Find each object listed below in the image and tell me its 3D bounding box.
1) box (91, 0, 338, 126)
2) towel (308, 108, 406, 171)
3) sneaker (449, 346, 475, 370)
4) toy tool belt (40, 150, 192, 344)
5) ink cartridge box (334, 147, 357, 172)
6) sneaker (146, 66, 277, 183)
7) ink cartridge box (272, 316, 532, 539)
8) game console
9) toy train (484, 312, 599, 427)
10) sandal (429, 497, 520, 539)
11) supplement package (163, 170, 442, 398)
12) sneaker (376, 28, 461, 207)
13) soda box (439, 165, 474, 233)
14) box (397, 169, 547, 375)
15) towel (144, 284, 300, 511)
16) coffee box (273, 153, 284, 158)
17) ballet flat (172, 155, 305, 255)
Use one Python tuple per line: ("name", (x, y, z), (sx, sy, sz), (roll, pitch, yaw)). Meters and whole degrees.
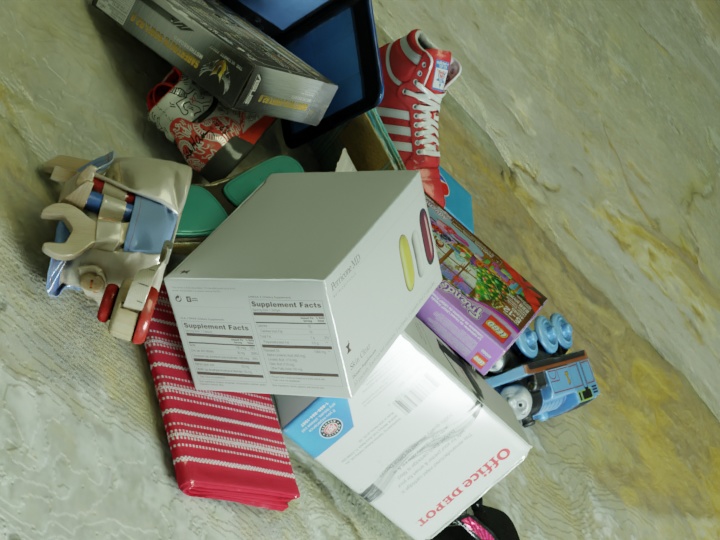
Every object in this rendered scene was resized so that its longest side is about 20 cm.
("box", (-0.139, -0.217, 1.620), (0.200, 0.049, 0.158), (38, 15, 23))
("towel", (-0.011, -0.136, 1.773), (0.022, 0.147, 0.201), (-23, 82, -28))
("sneaker", (0.094, 0.057, 1.703), (0.115, 0.075, 0.202), (40, 31, -51))
("toy tool belt", (-0.214, -0.024, 1.356), (0.122, 0.126, 0.201), (17, 35, -7))
("ink cartridge box", (0.000, 0.000, 1.692), (0.201, 0.050, 0.161), (59, 21, -21))
("sneaker", (-0.143, -0.161, 1.638), (0.108, 0.067, 0.202), (45, 23, -8))
("ink cartridge box", (0.037, 0.135, 1.548), (0.200, 0.145, 0.084), (42, 13, -30))
("game console", (-0.075, -0.232, 1.679), (0.170, 0.199, 0.119), (30, 65, -23))
("toy train", (0.200, 0.116, 1.929), (0.199, 0.086, 0.115), (-6, 74, -61))
("sandal", (0.115, 0.251, 1.688), (0.199, 0.045, 0.076), (20, 46, -51))
("supplement package", (-0.043, 0.007, 1.431), (0.200, 0.154, 0.112), (-50, 133, -50))
("sneaker", (0.070, -0.163, 1.811), (0.071, 0.112, 0.201), (1, 62, -58))
("soda box", (0.044, -0.104, 1.902), (0.200, 0.064, 0.068), (40, 33, -32))
("box", (0.077, -0.002, 1.614), (0.200, 0.039, 0.137), (41, 32, 5))
("towel", (-0.127, 0.108, 1.445), (0.144, 0.022, 0.201), (18, 46, -50))
("coffee box", (-0.070, -0.009, 1.635), (0.123, 0.044, 0.201), (47, 30, -27))
("ballet flat", (-0.132, -0.048, 1.532), (0.199, 0.071, 0.071), (-23, 82, -37))
